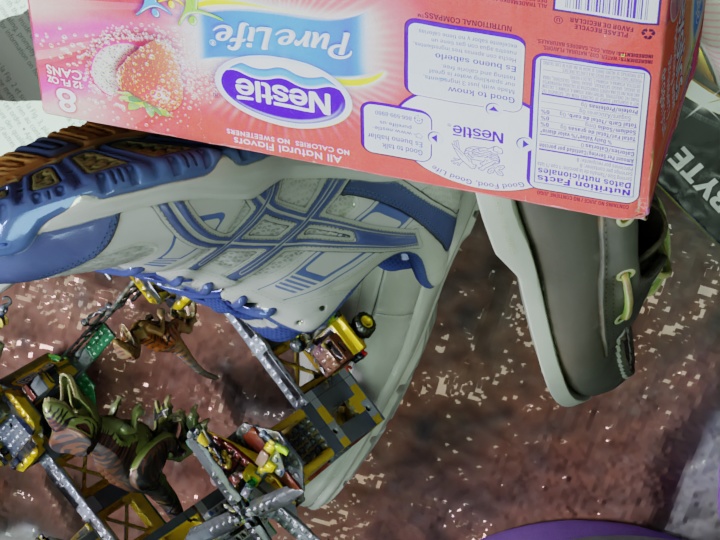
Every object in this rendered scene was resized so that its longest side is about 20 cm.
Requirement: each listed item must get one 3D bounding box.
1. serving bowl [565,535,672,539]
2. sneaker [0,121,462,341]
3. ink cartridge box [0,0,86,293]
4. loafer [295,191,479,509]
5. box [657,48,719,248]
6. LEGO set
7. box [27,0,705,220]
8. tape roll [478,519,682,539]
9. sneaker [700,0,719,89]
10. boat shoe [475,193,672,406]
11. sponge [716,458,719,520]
[{"bbox_3d":[0.103,0.182,0.852,0.199,0.066,0.201,3,116,6],"label":"serving bowl"},{"bbox_3d":[-0.041,-0.011,0.733,0.199,0.075,0.089,-14,112,-32],"label":"sneaker"},{"bbox_3d":[-0.139,-0.111,0.824,0.176,0.045,0.200,-33,109,2],"label":"ink cartridge box"},{"bbox_3d":[0.000,0.000,0.851,0.070,0.070,0.201,22,109,2],"label":"loafer"},{"bbox_3d":[0.147,-0.106,0.789,0.160,0.049,0.200,-41,105,21],"label":"box"},{"bbox_3d":[-0.094,0.071,0.825,0.200,0.116,0.154,-33,88,41],"label":"LEGO set"},{"bbox_3d":[0.004,-0.096,0.669,0.199,0.095,0.103,10,132,13],"label":"box"},{"bbox_3d":[0.096,0.209,0.939,0.199,0.066,0.201,3,115,6],"label":"tape roll"},{"bbox_3d":[0.130,-0.146,0.703,0.104,0.075,0.201,-13,117,8],"label":"sneaker"},{"bbox_3d":[0.083,-0.011,0.792,0.060,0.072,0.202,-13,148,9],"label":"boat shoe"},{"bbox_3d":[0.245,0.060,0.867,0.199,0.030,0.112,3,116,5],"label":"sponge"}]
